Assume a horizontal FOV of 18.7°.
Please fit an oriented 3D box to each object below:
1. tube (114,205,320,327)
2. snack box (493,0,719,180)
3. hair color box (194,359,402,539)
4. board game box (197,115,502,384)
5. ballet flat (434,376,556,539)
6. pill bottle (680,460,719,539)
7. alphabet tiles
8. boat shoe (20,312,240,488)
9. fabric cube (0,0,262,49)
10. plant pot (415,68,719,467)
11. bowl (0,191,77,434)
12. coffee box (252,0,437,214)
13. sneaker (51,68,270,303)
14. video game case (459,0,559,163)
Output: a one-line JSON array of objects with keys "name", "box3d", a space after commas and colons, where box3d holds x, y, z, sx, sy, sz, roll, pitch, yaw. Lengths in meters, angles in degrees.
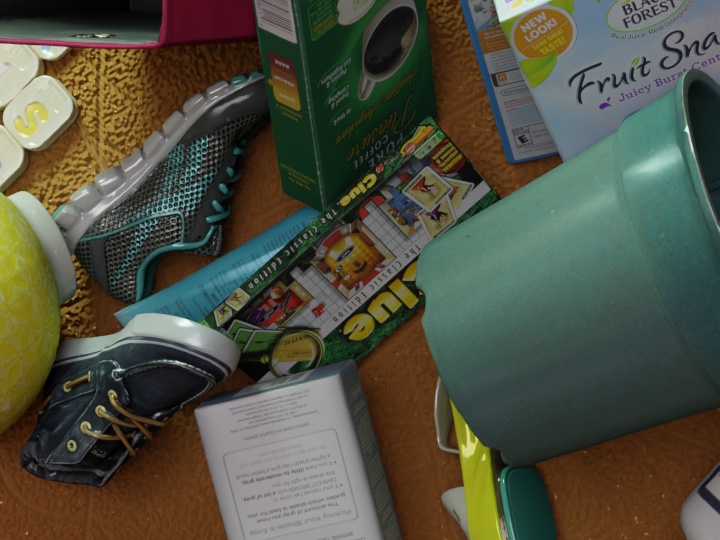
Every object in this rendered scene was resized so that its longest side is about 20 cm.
[{"name": "tube", "box3d": [-0.061, 0.007, 1.453, 0.199, 0.050, 0.078, -33, 99, 7]}, {"name": "snack box", "box3d": [0.189, -0.127, 1.338, 0.168, 0.201, 0.068, -23, 37, 10]}, {"name": "hair color box", "box3d": [-0.029, 0.168, 1.394, 0.098, 0.061, 0.202, -14, 94, 11]}, {"name": "board game box", "box3d": [0.000, 0.000, 1.416, 0.200, 0.105, 0.023, -42, 44, 5]}, {"name": "ballet flat", "box3d": [0.081, 0.123, 1.404, 0.067, 0.067, 0.202, -15, 76, 32]}, {"name": "pill bottle", "box3d": [0.265, 0.146, 1.327, 0.111, 0.111, 0.200, 42, 93, 15]}, {"name": "alphabet tiles", "box3d": [-0.291, -0.151, 1.545, 0.195, 0.015, 0.200, -43, 76, 5]}, {"name": "boat shoe", "box3d": [-0.148, 0.089, 1.401, 0.071, 0.200, 0.092, 29, 66, -26]}, {"name": "fabric cube", "box3d": [-0.134, -0.245, 1.377, 0.195, 0.199, 0.202, 8, 102, 33]}, {"name": "plant pot", "box3d": [0.150, 0.013, 1.290, 0.195, 0.200, 0.202, -24, 78, 21]}, {"name": "bowl", "box3d": [-0.253, 0.005, 1.448, 0.107, 0.200, 0.201, -28, 75, -25]}, {"name": "coffee box", "box3d": [-0.010, -0.148, 1.369, 0.044, 0.201, 0.123, 25, 52, 31]}, {"name": "sneaker", "box3d": [-0.111, -0.054, 1.468, 0.200, 0.078, 0.091, -39, 85, 13]}, {"name": "video game case", "box3d": [0.139, -0.161, 1.370, 0.142, 0.201, 0.018, -11, 41, 11]}]
